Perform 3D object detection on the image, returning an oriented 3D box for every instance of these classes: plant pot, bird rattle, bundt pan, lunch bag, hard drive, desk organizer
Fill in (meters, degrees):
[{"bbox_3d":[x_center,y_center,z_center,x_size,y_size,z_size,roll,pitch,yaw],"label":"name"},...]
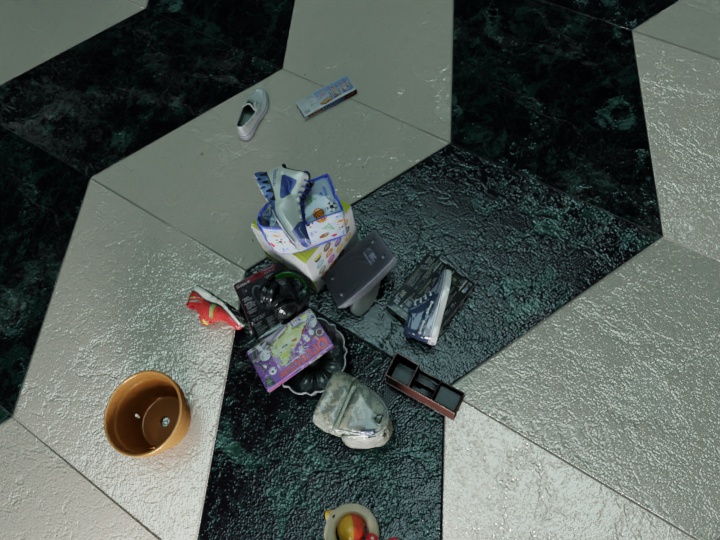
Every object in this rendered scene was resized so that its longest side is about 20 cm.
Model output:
[{"bbox_3d":[-0.515,0.367,1.374,0.195,0.141,0.205,-2,66,5],"label":"plant pot"},{"bbox_3d":[-0.011,0.608,1.236,0.195,0.114,0.165,-11,49,-2],"label":"bird rattle"},{"bbox_3d":[-0.126,0.230,1.424,0.196,0.076,0.207,-3,65,5],"label":"bundt pan"},{"bbox_3d":[-0.143,-0.124,1.314,0.196,0.170,0.126,-24,72,-4],"label":"lunch bag"},{"bbox_3d":[-0.005,0.342,1.294,0.164,0.201,0.142,20,70,16],"label":"lunch bag"},{"bbox_3d":[0.000,0.000,1.456,0.199,0.042,0.136,-42,47,8],"label":"hard drive"},{"bbox_3d":[0.160,0.286,1.366,0.197,0.077,0.073,26,71,17],"label":"desk organizer"}]

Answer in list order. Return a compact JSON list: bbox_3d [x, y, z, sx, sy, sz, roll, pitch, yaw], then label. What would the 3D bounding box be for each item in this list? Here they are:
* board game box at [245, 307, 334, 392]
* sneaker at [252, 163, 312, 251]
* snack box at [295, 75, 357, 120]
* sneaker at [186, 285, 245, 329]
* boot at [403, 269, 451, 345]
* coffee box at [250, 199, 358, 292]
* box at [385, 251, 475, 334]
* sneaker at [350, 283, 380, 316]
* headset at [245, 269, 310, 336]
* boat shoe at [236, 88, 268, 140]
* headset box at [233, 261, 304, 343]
[{"bbox_3d":[-0.178,0.200,1.389,0.198,0.032,0.121,-34,71,-9],"label":"board game box"},{"bbox_3d":[-0.144,-0.156,1.194,0.114,0.081,0.202,-30,77,-4],"label":"sneaker"},{"bbox_3d":[-0.112,-0.570,1.805,0.197,0.024,0.073,-29,65,-7],"label":"snack box"},{"bbox_3d":[-0.401,0.121,1.516,0.197,0.077,0.086,28,83,24],"label":"sneaker"},{"bbox_3d":[0.173,0.083,1.407,0.088,0.073,0.204,15,70,6],"label":"boot"},{"bbox_3d":[-0.146,-0.102,1.507,0.198,0.199,0.201,33,73,19],"label":"coffee box"},{"bbox_3d":[0.188,0.072,1.476,0.159,0.044,0.201,35,74,19],"label":"box"},{"bbox_3d":[0.008,0.027,1.515,0.081,0.074,0.204,9,69,43],"label":"sneaker"},{"bbox_3d":[-0.218,0.086,1.432,0.123,0.095,0.199,36,59,23],"label":"headset"},{"bbox_3d":[-0.351,-0.524,1.789,0.072,0.067,0.204,8,67,9],"label":"boat shoe"},{"bbox_3d":[-0.248,0.085,1.503,0.146,0.078,0.202,-27,65,-7],"label":"headset box"}]
